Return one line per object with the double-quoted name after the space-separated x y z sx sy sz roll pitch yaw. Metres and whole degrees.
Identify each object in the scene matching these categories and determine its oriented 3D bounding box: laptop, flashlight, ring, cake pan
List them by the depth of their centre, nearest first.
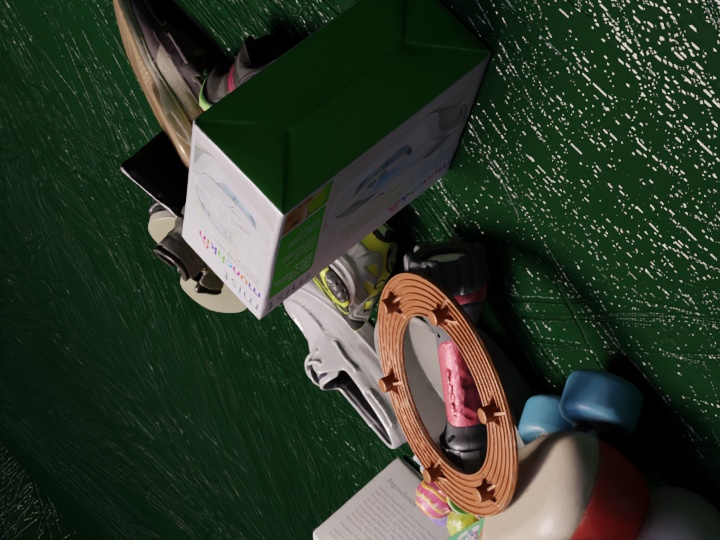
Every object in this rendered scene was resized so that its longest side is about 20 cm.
0.060 0.099 1.338 0.201 0.019 0.202 49 149 42 "ring"
0.080 0.078 1.376 0.068 0.067 0.202 12 116 51 "flashlight"
0.092 0.109 1.509 0.200 0.037 0.201 42 156 24 "cake pan"
-0.136 -0.044 1.593 0.177 0.200 0.103 40 121 -2 "laptop"

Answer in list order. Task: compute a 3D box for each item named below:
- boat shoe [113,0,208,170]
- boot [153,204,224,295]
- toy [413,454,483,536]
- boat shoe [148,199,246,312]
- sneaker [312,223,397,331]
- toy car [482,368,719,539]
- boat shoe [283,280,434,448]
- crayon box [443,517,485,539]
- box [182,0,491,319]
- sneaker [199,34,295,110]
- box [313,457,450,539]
-0.166 -0.181 1.543 0.072 0.064 0.201 88 157 -63 "boat shoe"
-0.101 -0.040 1.453 0.067 0.131 0.200 29 -178 27 "boot"
0.086 0.218 1.596 0.115 0.047 0.200 42 169 6 "toy"
-0.160 -0.024 1.776 0.073 0.064 0.202 -6 146 16 "boat shoe"
0.000 0.000 1.491 0.076 0.076 0.200 49 176 1 "sneaker"
0.207 0.207 1.324 0.199 0.185 0.177 24 159 -8 "toy car"
-0.015 0.089 1.644 0.200 0.068 0.072 47 157 13 "boat shoe"
0.165 0.279 1.504 0.172 0.059 0.200 25 158 -5 "crayon box"
-0.023 -0.088 1.225 0.097 0.200 0.177 46 156 14 "box"
-0.078 -0.152 1.422 0.076 0.084 0.200 18 -175 -23 "sneaker"
0.061 0.338 1.788 0.200 0.130 0.200 41 155 23 "box"
